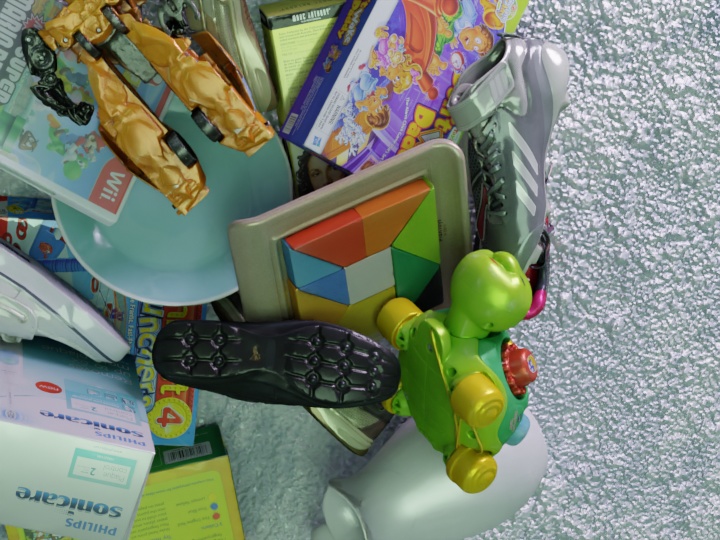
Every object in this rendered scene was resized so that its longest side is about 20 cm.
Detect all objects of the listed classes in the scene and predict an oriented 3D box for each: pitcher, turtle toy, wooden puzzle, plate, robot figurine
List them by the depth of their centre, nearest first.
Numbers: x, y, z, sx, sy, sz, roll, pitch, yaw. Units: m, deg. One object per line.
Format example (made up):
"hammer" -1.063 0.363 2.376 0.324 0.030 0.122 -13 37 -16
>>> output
"robot figurine" -0.168 -0.149 1.371 0.145 0.058 0.200 -40 98 6
"wooden puzzle" 0.000 0.000 1.430 0.199 0.037 0.186 -21 135 -13
"turtle toy" 0.089 0.073 1.431 0.100 0.146 0.201 -22 136 -26
"plate" -0.153 -0.066 1.434 0.198 0.026 0.202 4 74 -12
"pitcher" 0.055 0.191 1.567 0.199 0.172 0.122 -25 85 -22

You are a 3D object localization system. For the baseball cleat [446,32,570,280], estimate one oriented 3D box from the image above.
"baseball cleat" 0.110 -0.092 1.436 0.106 0.070 0.202 12 87 -25

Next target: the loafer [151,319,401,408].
"loafer" -0.067 0.073 1.411 0.199 0.070 0.069 7 81 -6

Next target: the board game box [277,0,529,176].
"board game box" 0.037 -0.166 1.430 0.134 0.045 0.201 28 88 -35

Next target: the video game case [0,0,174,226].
"video game case" -0.254 -0.143 1.388 0.199 0.017 0.144 29 69 -18

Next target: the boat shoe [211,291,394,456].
"boat shoe" -0.046 0.076 1.529 0.066 0.072 0.201 -46 112 -6

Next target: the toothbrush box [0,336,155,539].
"toothbrush box" -0.247 0.122 1.366 0.145 0.200 0.086 15 106 -16

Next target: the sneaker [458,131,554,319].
"sneaker" 0.135 -0.056 1.515 0.080 0.075 0.202 -13 111 -8

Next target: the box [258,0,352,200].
"box" -0.031 -0.126 1.467 0.075 0.050 0.202 -14 111 -8

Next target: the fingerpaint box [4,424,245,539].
"fingerpaint box" -0.201 0.243 1.548 0.198 0.073 0.168 -13 111 -7

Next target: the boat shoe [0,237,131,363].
"boat shoe" -0.276 0.023 1.391 0.199 0.072 0.066 36 92 -19

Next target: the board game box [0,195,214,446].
"board game box" -0.230 0.044 1.481 0.194 0.056 0.202 2 109 -13

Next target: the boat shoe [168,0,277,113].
"boat shoe" -0.124 -0.214 1.404 0.064 0.072 0.201 -18 111 0
